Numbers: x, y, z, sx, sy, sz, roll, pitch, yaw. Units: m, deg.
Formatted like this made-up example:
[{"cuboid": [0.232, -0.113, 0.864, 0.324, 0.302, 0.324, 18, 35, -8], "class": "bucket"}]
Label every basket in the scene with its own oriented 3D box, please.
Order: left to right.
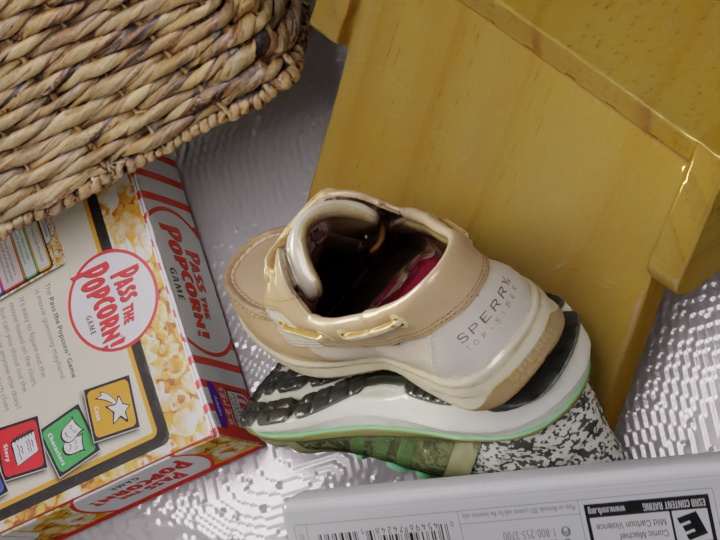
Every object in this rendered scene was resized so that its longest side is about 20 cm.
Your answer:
[{"cuboid": [-0.136, -0.124, 1.241, 0.199, 0.149, 0.143, -27, 29, 21], "class": "basket"}]

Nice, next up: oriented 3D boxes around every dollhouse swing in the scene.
[{"cuboid": [0.096, -0.063, 1.207, 0.200, 0.176, 0.182, 37, 57, 26], "class": "dollhouse swing"}]

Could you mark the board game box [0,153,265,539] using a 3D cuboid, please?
[{"cuboid": [-0.156, 0.045, 1.305, 0.199, 0.046, 0.152, -25, 71, 21], "class": "board game box"}]

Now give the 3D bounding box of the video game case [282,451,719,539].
[{"cuboid": [0.076, 0.167, 1.143, 0.199, 0.022, 0.183, -8, 100, 29], "class": "video game case"}]

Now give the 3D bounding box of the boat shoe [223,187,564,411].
[{"cuboid": [0.000, 0.000, 1.147, 0.074, 0.069, 0.200, -53, 30, -17], "class": "boat shoe"}]

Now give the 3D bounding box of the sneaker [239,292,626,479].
[{"cuboid": [0.028, 0.066, 1.192, 0.200, 0.089, 0.077, -1, 41, 50], "class": "sneaker"}]
